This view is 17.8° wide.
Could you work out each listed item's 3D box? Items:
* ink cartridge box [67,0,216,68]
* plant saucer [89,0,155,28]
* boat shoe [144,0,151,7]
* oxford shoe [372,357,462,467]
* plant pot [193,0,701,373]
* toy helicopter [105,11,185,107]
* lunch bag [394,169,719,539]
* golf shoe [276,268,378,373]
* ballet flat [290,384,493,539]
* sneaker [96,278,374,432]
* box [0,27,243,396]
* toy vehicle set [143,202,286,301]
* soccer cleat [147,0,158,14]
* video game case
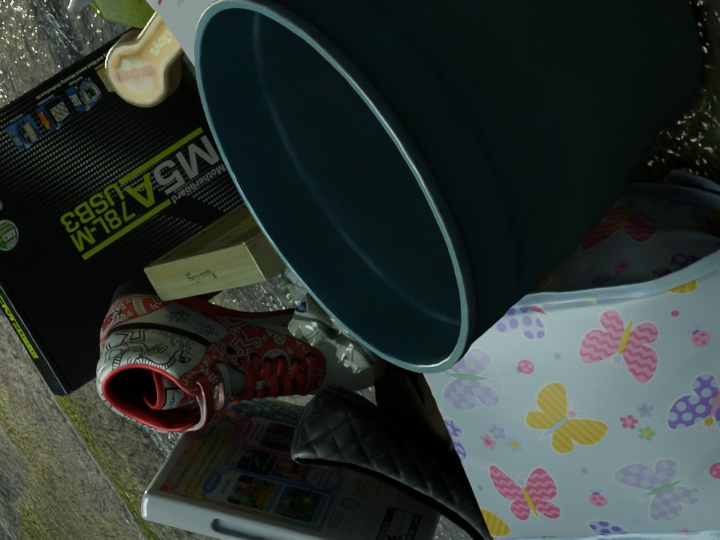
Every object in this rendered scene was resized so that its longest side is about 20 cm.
[{"bbox_3d":[-0.042,-0.172,1.160,0.067,0.199,0.116,54,158,3],"label":"ink cartridge box"},{"bbox_3d":[-0.209,-0.256,1.520,0.200,0.048,0.200,45,169,35],"label":"plant saucer"},{"bbox_3d":[-0.065,-0.143,1.433,0.202,0.060,0.072,44,155,28],"label":"boat shoe"},{"bbox_3d":[0.045,0.074,1.465,0.084,0.073,0.200,27,150,6],"label":"oxford shoe"},{"bbox_3d":[0.054,-0.086,1.098,0.200,0.187,0.201,45,156,26],"label":"plant pot"},{"bbox_3d":[-0.084,-0.160,1.363,0.132,0.079,0.200,40,131,-4],"label":"toy helicopter"},{"bbox_3d":[0.145,0.047,1.178,0.199,0.127,0.170,-6,122,34],"label":"lunch bag"},{"bbox_3d":[0.000,0.000,1.502,0.078,0.098,0.200,28,-174,-12],"label":"golf shoe"},{"bbox_3d":[0.042,0.146,1.460,0.199,0.057,0.066,35,164,-8],"label":"ballet flat"},{"bbox_3d":[-0.080,0.072,1.556,0.200,0.108,0.068,12,126,-3],"label":"sneaker"},{"bbox_3d":[-0.181,-0.045,1.625,0.194,0.199,0.047,59,159,-7],"label":"box"},{"bbox_3d":[-0.055,-0.029,1.486,0.027,0.124,0.200,59,158,-8],"label":"toy vehicle set"},{"bbox_3d":[-0.080,-0.148,1.265,0.068,0.085,0.201,-13,123,22],"label":"soccer cleat"},{"bbox_3d":[-0.034,0.139,1.528,0.180,0.200,0.024,13,110,6],"label":"video game case"}]
